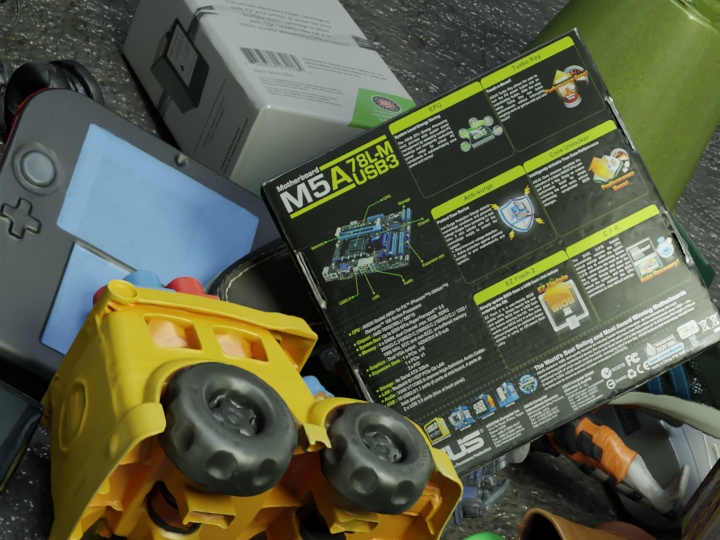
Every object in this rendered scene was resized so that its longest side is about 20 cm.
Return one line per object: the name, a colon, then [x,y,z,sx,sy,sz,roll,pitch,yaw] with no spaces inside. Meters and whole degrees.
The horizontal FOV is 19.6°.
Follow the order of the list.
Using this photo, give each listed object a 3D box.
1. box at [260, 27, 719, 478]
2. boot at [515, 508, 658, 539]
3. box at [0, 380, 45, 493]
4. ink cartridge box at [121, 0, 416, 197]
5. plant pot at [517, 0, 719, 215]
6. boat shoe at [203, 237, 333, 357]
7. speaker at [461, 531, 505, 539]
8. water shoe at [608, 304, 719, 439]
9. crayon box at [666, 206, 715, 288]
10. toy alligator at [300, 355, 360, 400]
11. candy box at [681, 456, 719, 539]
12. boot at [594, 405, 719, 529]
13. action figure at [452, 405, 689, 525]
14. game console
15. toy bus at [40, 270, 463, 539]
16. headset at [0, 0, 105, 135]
box: [0.073,-0.003,1.150,0.194,0.199,0.048,62,-5,6]
boot: [0.185,0.194,1.135,0.188,0.069,0.200,44,4,20]
box: [-0.259,0.095,1.002,0.158,0.046,0.200,30,32,-2]
ink cartridge box: [-0.057,-0.121,1.418,0.144,0.084,0.200,8,32,-34]
plant pot: [0.188,-0.126,1.516,0.199,0.191,0.201,29,24,-14]
boat shoe: [0.000,0.000,1.207,0.200,0.061,0.072,-14,73,-31]
speaker: [0.105,0.233,1.083,0.088,0.089,0.200,-10,50,-46]
water shoe: [0.170,0.036,1.210,0.198,0.079,0.072,17,31,-17]
crayon box: [0.105,-0.021,1.302,0.126,0.199,0.052,48,61,-33]
toy alligator: [-0.023,0.079,1.225,0.200,0.059,0.054,58,-3,45]
candy box: [0.238,0.169,1.154,0.115,0.056,0.200,35,12,3]
boot: [0.192,0.075,1.366,0.095,0.073,0.202,9,60,-47]
action figure: [0.100,0.104,1.241,0.192,0.105,0.201,12,42,10]
game console: [-0.126,0.004,1.180,0.199,0.031,0.178,30,49,-21]
toy bus: [-0.070,0.079,1.095,0.199,0.136,0.193,12,38,-29]
headset: [-0.212,-0.113,1.283,0.123,0.094,0.201,10,49,-30]
